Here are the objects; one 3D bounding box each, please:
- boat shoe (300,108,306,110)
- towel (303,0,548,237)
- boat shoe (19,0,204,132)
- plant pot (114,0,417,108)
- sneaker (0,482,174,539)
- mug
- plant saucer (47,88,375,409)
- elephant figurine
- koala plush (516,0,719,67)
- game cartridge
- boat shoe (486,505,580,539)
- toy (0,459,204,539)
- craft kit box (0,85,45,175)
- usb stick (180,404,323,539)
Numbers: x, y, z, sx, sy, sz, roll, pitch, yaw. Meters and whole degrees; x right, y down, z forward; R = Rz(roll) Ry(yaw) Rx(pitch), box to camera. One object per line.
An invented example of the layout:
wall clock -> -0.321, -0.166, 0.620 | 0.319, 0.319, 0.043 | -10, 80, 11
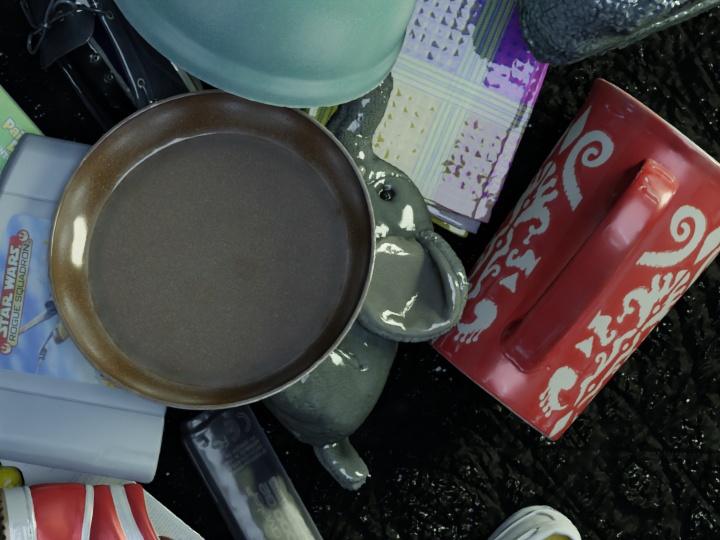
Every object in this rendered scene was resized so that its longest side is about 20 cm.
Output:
boat shoe -> -0.097, -0.169, 1.668 | 0.199, 0.075, 0.066 | 31, 119, -1
towel -> 0.048, -0.137, 1.714 | 0.143, 0.023, 0.201 | 22, 90, -8
boat shoe -> -0.176, -0.158, 1.650 | 0.200, 0.074, 0.062 | 53, 53, -12
plant pot -> -0.042, -0.217, 1.587 | 0.199, 0.201, 0.134 | 22, 133, -9
sneaker -> -0.162, 0.226, 1.635 | 0.112, 0.071, 0.201 | -6, 103, -14
mug -> 0.133, -0.009, 1.669 | 0.133, 0.177, 0.200 | 39, 93, 29
plant saucer -> -0.088, -0.010, 1.594 | 0.199, 0.032, 0.202 | -2, 71, 7
elephant figurine -> 0.000, 0.000, 1.662 | 0.200, 0.155, 0.141 | -44, 58, -8
koala plush -> 0.151, -0.246, 1.639 | 0.183, 0.177, 0.201 | -24, 89, -16
game cartridge -> -0.177, 0.022, 1.631 | 0.132, 0.041, 0.201 | 11, 81, -22
boat shoe -> 0.074, 0.241, 1.711 | 0.075, 0.086, 0.202 | 45, 87, -9
toy -> -0.177, 0.180, 1.684 | 0.200, 0.047, 0.115 | 42, 86, -24
craft kit box -> -0.257, -0.005, 1.669 | 0.197, 0.049, 0.200 | -41, 98, -1
usb stick -> -0.052, 0.175, 1.712 | 0.055, 0.033, 0.201 | -32, 99, -28
